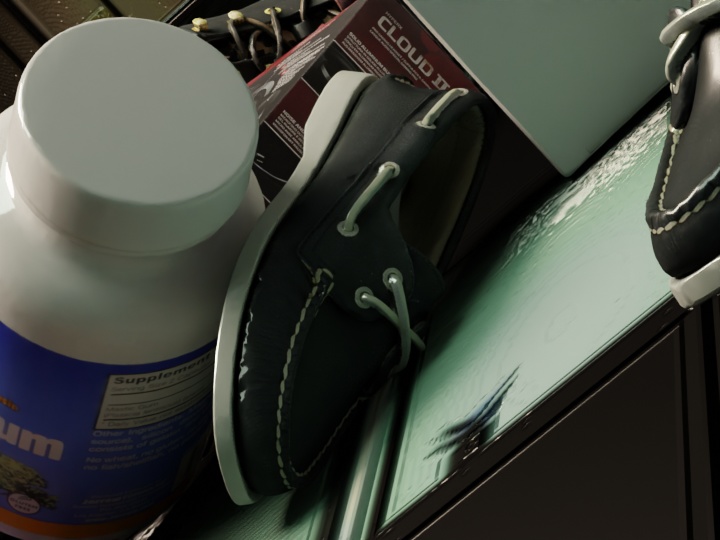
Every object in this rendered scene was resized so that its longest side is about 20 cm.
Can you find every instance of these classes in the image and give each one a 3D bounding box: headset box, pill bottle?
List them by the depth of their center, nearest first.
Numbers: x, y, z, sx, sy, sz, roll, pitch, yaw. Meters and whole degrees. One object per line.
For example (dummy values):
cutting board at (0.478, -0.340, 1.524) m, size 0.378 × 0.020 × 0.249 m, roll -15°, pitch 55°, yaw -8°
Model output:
pill bottle at (-0.095, 0.004, 0.984) m, size 0.112 × 0.112 × 0.200 m, roll -51°, pitch -12°, yaw -36°
headset box at (-0.044, -0.027, 1.207) m, size 0.149 × 0.077 × 0.200 m, roll -33°, pitch 14°, yaw 46°

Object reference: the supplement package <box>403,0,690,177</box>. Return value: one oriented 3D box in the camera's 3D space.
supplement package at (0.074, -0.127, 1.061) m, size 0.114 × 0.110 × 0.200 m, roll -42°, pitch 10°, yaw 6°

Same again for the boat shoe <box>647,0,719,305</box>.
boat shoe at (0.113, -0.065, 0.752) m, size 0.076 × 0.060 × 0.200 m, roll -36°, pitch 13°, yaw 36°

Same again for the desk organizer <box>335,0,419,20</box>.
desk organizer at (0.066, -0.190, 1.249) m, size 0.200 × 0.077 × 0.072 m, roll -28°, pitch -17°, yaw 3°

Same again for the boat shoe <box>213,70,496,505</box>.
boat shoe at (0.000, 0.000, 0.948) m, size 0.060 × 0.076 × 0.200 m, roll 3°, pitch 47°, yaw 17°

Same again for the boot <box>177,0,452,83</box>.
boot at (-0.012, -0.121, 1.332) m, size 0.154 × 0.074 × 0.204 m, roll -20°, pitch -14°, yaw -38°
